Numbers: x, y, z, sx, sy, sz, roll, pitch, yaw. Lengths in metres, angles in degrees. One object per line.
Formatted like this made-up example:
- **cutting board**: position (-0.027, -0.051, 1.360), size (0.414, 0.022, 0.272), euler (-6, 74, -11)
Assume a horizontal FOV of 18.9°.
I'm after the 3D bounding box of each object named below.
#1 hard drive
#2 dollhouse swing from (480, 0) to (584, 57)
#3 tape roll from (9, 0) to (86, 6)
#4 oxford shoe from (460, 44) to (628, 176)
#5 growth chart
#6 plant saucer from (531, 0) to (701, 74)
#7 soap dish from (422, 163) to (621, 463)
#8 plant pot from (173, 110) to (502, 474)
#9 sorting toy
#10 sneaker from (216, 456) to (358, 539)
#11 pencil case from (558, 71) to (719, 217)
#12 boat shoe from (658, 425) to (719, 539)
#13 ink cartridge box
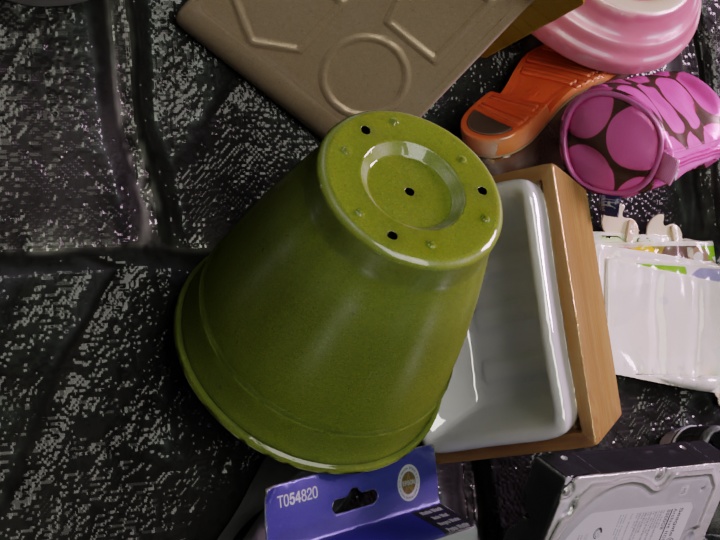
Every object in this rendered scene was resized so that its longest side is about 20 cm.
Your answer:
- **hard drive**: position (0.181, 0.197, 1.577), size (0.200, 0.038, 0.140), euler (1, 116, -46)
- **dollhouse swing**: position (0.091, -0.292, 1.578), size (0.182, 0.200, 0.176), euler (37, 59, -19)
- **tape roll**: position (-0.221, -0.284, 1.496), size (0.203, 0.037, 0.203), euler (5, 80, -28)
- **oxford shoe**: position (0.147, -0.121, 1.667), size (0.200, 0.071, 0.073), euler (-36, 132, -35)
- **growth chart**: position (0.244, 0.030, 1.711), size (0.200, 0.018, 0.145), euler (16, 74, -26)
- **plant saucer**: position (0.185, -0.247, 1.668), size (0.200, 0.051, 0.201), euler (14, 56, -22)
- **soap dish**: position (0.106, 0.033, 1.565), size (0.081, 0.157, 0.200), euler (-5, 85, -46)
- **plant pot**: position (0.000, 0.000, 1.443), size (0.200, 0.193, 0.201), euler (14, 48, -17)
- **sorting toy**: position (-0.003, -0.192, 1.534), size (0.185, 0.200, 0.036), euler (37, 26, -19)
- **sneaker**: position (-0.030, 0.189, 1.515), size (0.112, 0.073, 0.200), euler (45, 70, -22)
- **pencil case**: position (0.219, -0.101, 1.625), size (0.200, 0.094, 0.091), euler (-26, 129, -63)
- **boat shoe**: position (0.280, 0.218, 1.673), size (0.074, 0.068, 0.200), euler (1, 82, -28)
- **ink cartridge box**: position (0.011, 0.232, 1.481), size (0.199, 0.041, 0.200), euler (-10, 99, -52)
